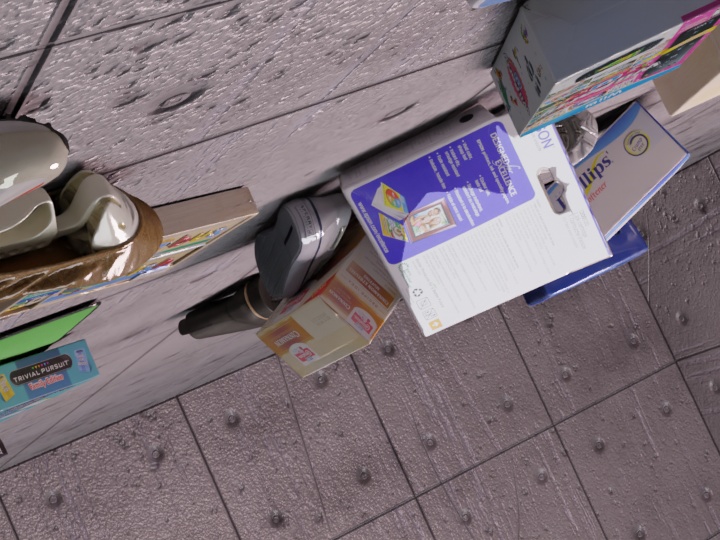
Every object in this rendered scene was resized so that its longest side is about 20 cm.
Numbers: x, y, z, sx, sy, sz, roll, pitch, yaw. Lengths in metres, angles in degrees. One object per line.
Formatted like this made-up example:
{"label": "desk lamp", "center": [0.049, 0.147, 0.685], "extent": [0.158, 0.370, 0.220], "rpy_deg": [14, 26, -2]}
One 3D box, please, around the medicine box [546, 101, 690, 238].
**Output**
{"label": "medicine box", "center": [0.333, -0.115, 1.840], "extent": [0.182, 0.103, 0.200], "rpy_deg": [-45, 173, 5]}

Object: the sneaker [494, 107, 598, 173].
{"label": "sneaker", "center": [0.134, -0.120, 1.356], "extent": [0.200, 0.078, 0.099], "rpy_deg": [-15, 180, -12]}

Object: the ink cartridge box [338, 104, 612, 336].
{"label": "ink cartridge box", "center": [0.109, -0.052, 1.283], "extent": [0.200, 0.198, 0.043], "rpy_deg": [-23, -145, 9]}

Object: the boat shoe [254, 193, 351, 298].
{"label": "boat shoe", "center": [-0.053, -0.022, 1.362], "extent": [0.067, 0.074, 0.200], "rpy_deg": [-18, 172, -19]}

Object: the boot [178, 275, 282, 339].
{"label": "boot", "center": [-0.138, 0.050, 1.835], "extent": [0.138, 0.078, 0.200], "rpy_deg": [-22, 163, 24]}

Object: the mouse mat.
{"label": "mouse mat", "center": [-0.358, 0.082, 1.382], "extent": [0.161, 0.008, 0.200], "rpy_deg": [-21, 175, -35]}

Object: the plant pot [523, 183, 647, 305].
{"label": "plant pot", "center": [0.360, -0.063, 2.417], "extent": [0.200, 0.180, 0.200], "rpy_deg": [-24, 176, -5]}

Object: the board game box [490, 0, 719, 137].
{"label": "board game box", "center": [0.181, -0.171, 1.009], "extent": [0.147, 0.064, 0.200], "rpy_deg": [-24, 176, -2]}

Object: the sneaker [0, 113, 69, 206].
{"label": "sneaker", "center": [-0.221, 0.000, 0.641], "extent": [0.199, 0.094, 0.070], "rpy_deg": [-23, 175, -16]}

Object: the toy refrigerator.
{"label": "toy refrigerator", "center": [0.318, -0.206, 1.247], "extent": [0.070, 0.076, 0.200], "rpy_deg": [-25, 175, -3]}

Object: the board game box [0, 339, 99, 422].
{"label": "board game box", "center": [-0.407, 0.142, 1.498], "extent": [0.200, 0.047, 0.151], "rpy_deg": [-25, 177, 32]}

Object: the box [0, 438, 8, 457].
{"label": "box", "center": [-0.711, 0.345, 2.319], "extent": [0.200, 0.036, 0.143], "rpy_deg": [-19, 173, -44]}

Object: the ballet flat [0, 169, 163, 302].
{"label": "ballet flat", "center": [-0.189, -0.024, 0.818], "extent": [0.200, 0.068, 0.072], "rpy_deg": [-15, 151, -42]}

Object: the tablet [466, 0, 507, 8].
{"label": "tablet", "center": [0.159, -0.208, 0.780], "extent": [0.130, 0.014, 0.200], "rpy_deg": [-21, 173, -35]}

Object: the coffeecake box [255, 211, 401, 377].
{"label": "coffeecake box", "center": [0.000, 0.000, 1.419], "extent": [0.200, 0.073, 0.153], "rpy_deg": [-54, -168, -31]}

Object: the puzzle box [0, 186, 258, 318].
{"label": "puzzle box", "center": [-0.188, -0.014, 1.081], "extent": [0.133, 0.025, 0.200], "rpy_deg": [-29, 173, 38]}
